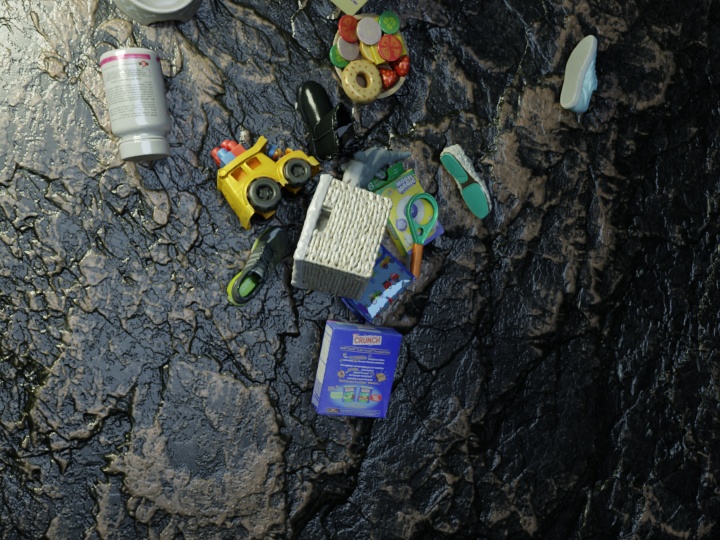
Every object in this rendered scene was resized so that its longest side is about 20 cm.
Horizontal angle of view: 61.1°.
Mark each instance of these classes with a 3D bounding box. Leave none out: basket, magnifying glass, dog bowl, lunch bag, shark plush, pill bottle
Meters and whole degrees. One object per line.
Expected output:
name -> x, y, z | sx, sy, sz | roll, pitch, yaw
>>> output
basket -> -0.042, -0.058, 1.284 | 0.160, 0.200, 0.199 | 18, 71, -2
magnifying glass -> 0.139, -0.083, 1.433 | 0.079, 0.022, 0.201 | 7, 91, -22
dog bowl -> -0.412, -0.601, 1.233 | 0.199, 0.059, 0.201 | -1, 93, -21
lunch bag -> 0.000, 0.000, 1.407 | 0.151, 0.094, 0.200 | -44, 93, -12
shark plush -> 0.032, -0.237, 1.416 | 0.200, 0.091, 0.083 | -26, 87, -42
pill bottle -> -0.438, -0.322, 1.202 | 0.113, 0.113, 0.201 | -10, 95, -20

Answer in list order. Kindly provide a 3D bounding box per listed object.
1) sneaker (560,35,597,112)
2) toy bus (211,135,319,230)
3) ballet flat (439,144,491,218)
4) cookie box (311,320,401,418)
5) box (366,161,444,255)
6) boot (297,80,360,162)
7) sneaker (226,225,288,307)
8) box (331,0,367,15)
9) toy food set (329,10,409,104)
sneaker -> 0.593, -0.515, 1.618 | 0.082, 0.074, 0.201 | 16, 94, -29
toy bus -> -0.214, -0.213, 1.296 | 0.200, 0.136, 0.192 | -39, 89, -17
ballet flat -> 0.273, -0.226, 1.505 | 0.072, 0.072, 0.200 | -38, 104, -16
cookie box -> -0.009, 0.225, 1.393 | 0.171, 0.075, 0.201 | 9, 98, -21
box -> 0.105, -0.149, 1.452 | 0.117, 0.048, 0.200 | -34, 101, -17
boot -> -0.068, -0.327, 1.317 | 0.073, 0.162, 0.199 | -14, 97, -21
sneaker -> -0.213, -0.008, 1.316 | 0.074, 0.081, 0.200 | 31, 81, -19
box -> -0.031, -0.666, 1.299 | 0.176, 0.200, 0.097 | 34, 81, -18
toy food set -> 0.025, -0.496, 1.405 | 0.200, 0.049, 0.198 | -26, 102, -17
